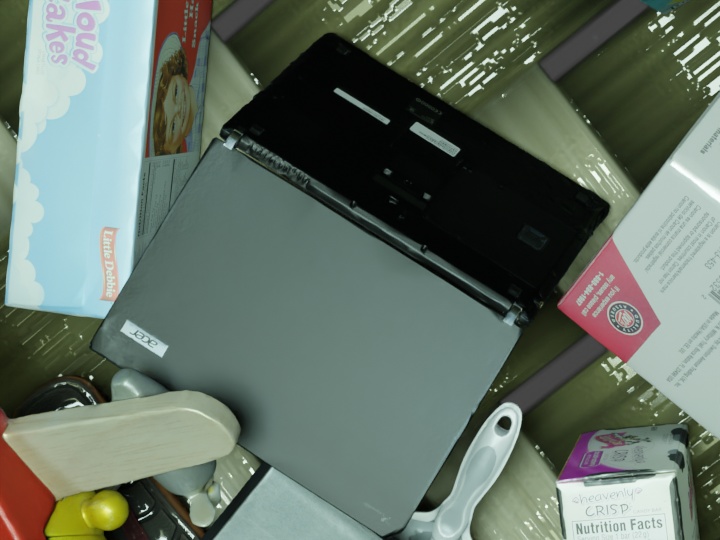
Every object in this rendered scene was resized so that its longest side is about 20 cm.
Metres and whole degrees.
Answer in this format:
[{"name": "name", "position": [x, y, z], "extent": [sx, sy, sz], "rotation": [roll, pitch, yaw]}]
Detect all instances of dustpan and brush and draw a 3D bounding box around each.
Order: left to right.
[{"name": "dustpan and brush", "position": [0.035, 0.151, 1.071], "extent": [0.139, 0.057, 0.201], "rotation": [30, 100, 8]}]

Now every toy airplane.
[{"name": "toy airplane", "position": [-0.165, 0.100, 0.995], "extent": [0.199, 0.141, 0.200], "rotation": [29, 119, 13]}]

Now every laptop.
[{"name": "laptop", "position": [0.000, 0.000, 1.024], "extent": [0.177, 0.200, 0.104], "rotation": [32, 127, 7]}]

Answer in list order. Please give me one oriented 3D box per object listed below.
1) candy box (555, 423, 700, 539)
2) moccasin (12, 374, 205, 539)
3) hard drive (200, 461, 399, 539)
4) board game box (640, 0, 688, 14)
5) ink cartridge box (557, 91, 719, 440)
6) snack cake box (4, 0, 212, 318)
[{"name": "candy box", "position": [0.140, 0.185, 1.014], "extent": [0.061, 0.136, 0.202], "rotation": [-6, 93, 11]}, {"name": "moccasin", "position": [-0.118, 0.150, 1.101], "extent": [0.073, 0.078, 0.202], "rotation": [-37, 83, -3]}, {"name": "hard drive", "position": [-0.006, 0.204, 1.043], "extent": [0.200, 0.033, 0.140], "rotation": [38, 99, -8]}, {"name": "board game box", "position": [0.186, -0.176, 0.939], "extent": [0.150, 0.200, 0.047], "rotation": [-31, 89, 13]}, {"name": "ink cartridge box", "position": [0.213, 0.022, 0.975], "extent": [0.200, 0.145, 0.084], "rotation": [39, 57, 5]}, {"name": "snack cake box", "position": [-0.125, -0.082, 1.055], "extent": [0.067, 0.115, 0.202], "rotation": [7, 96, 11]}]
